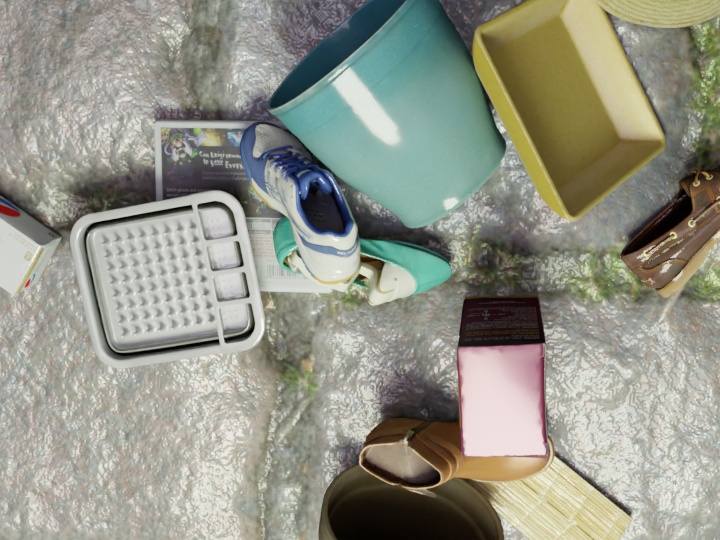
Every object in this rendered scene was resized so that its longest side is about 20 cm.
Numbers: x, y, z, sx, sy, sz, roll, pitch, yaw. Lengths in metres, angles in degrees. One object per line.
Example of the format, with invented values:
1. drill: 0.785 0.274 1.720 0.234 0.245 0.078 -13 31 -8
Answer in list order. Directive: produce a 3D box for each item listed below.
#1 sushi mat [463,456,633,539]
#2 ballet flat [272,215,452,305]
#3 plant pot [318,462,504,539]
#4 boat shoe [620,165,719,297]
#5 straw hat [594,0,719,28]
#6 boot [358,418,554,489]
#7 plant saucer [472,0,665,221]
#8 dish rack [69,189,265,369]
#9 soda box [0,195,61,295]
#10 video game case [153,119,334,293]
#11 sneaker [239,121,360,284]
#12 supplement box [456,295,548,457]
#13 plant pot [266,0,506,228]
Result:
1. sushi mat: 0.199 0.251 1.267 0.199 0.012 0.096 39 103 -1
2. ballet flat: 0.000 0.000 1.197 0.197 0.071 0.068 16 142 -9
3. plant pot: 0.041 0.332 1.227 0.196 0.201 0.176 14 120 4
4. boat shoe: 0.350 -0.066 1.160 0.070 0.070 0.201 38 103 -6
5. straw hat: 0.305 -0.300 1.080 0.197 0.086 0.204 2 124 3
6. boot: 0.099 0.195 1.183 0.196 0.155 0.075 0 91 14
7. plant saucer: 0.198 -0.170 1.124 0.048 0.199 0.202 -20 101 51
8. dish rack: -0.204 0.008 1.232 0.196 0.044 0.175 -9 100 9
9. soda box: -0.435 -0.060 1.258 0.198 0.064 0.069 34 103 -1
10. video game case: -0.125 -0.070 1.241 0.196 0.023 0.186 2 101 7
11. sneaker: -0.055 -0.087 1.141 0.074 0.089 0.201 -27 66 -21
12. supplement box: 0.143 0.101 1.149 0.084 0.200 0.113 -2 101 7
13. plant pot: 0.041 -0.155 1.127 0.199 0.201 0.188 -38 108 12
